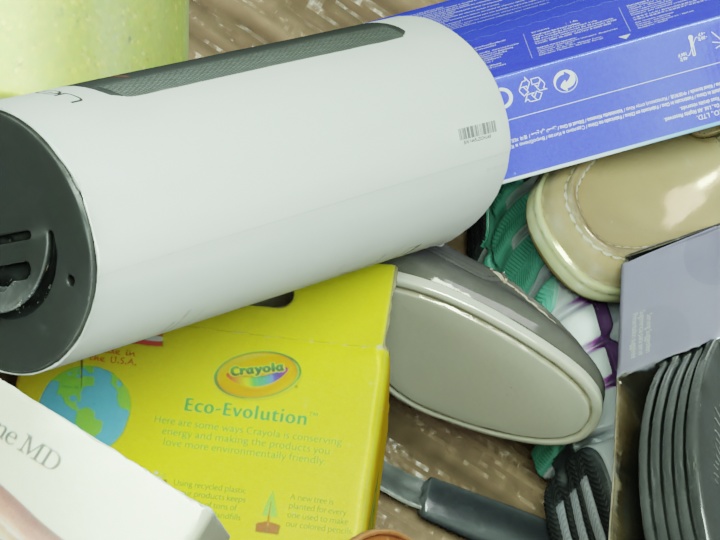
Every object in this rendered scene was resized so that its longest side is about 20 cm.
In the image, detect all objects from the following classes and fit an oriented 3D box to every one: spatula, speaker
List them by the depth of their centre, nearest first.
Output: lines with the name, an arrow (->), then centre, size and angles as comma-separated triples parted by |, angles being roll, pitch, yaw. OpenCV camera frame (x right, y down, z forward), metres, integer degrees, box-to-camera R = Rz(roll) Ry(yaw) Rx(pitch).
speaker -> -0.042, -0.027, 0.730 | 0.200, 0.081, 0.081 | -18, 78, -48
spatula -> 0.013, 0.076, 0.871 | 0.200, 0.021, 0.057 | 27, 53, -19

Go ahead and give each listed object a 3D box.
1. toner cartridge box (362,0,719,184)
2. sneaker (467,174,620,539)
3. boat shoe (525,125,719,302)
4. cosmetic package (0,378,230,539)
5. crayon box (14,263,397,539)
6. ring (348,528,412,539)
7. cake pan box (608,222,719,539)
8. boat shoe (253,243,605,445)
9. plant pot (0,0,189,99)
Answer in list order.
toner cartridge box -> 0.096, -0.082, 0.868 | 0.200, 0.095, 0.043 | -15, 114, 4
sneaker -> 0.102, 0.029, 0.901 | 0.087, 0.074, 0.200 | -5, 69, -22
boat shoe -> 0.146, -0.049, 0.886 | 0.200, 0.065, 0.072 | -23, 77, -35
cosmetic package -> -0.133, 0.132, 0.677 | 0.103, 0.087, 0.200 | 30, 80, 5
crayon box -> -0.059, 0.089, 0.780 | 0.127, 0.051, 0.200 | 7, 64, 4
ring -> 0.012, 0.183, 0.745 | 0.200, 0.019, 0.201 | -3, 90, -68
cake pan box -> 0.157, 0.106, 0.819 | 0.200, 0.052, 0.185 | 39, 42, -34
boat shoe -> 0.000, 0.000, 0.848 | 0.200, 0.067, 0.057 | 21, 47, 5
plant pot -> -0.132, -0.125, 0.796 | 0.200, 0.200, 0.185 | -3, 81, -29
